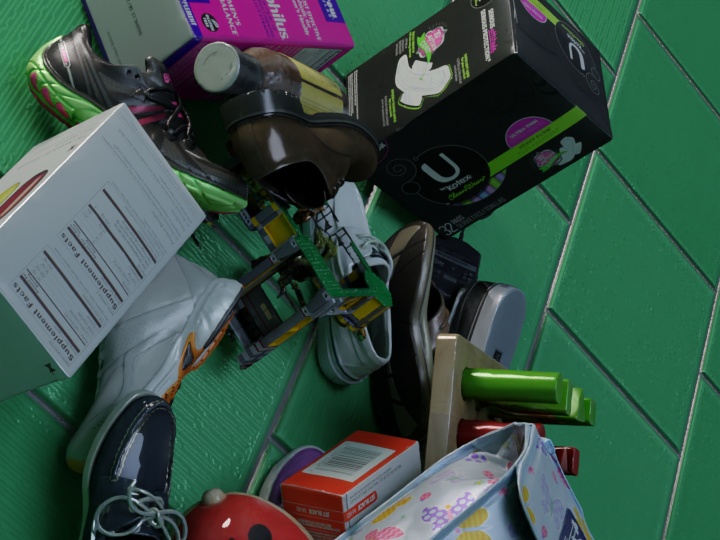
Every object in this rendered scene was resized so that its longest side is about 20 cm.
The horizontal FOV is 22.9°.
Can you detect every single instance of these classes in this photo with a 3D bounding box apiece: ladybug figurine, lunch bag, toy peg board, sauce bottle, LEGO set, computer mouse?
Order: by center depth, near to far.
[{"bbox_3d":[-0.078,0.256,1.306,0.136,0.072,0.200,-23,90,-9],"label":"ladybug figurine"},{"bbox_3d":[0.097,0.229,1.324,0.200,0.127,0.170,-33,108,-31],"label":"lunch bag"},{"bbox_3d":[-0.073,-0.147,1.448,0.200,0.065,0.065,18,58,-67],"label":"sauce bottle"},{"bbox_3d":[-0.080,-0.007,1.465,0.200,0.116,0.154,55,20,4],"label":"LEGO set"},{"bbox_3d":[0.128,0.170,1.480,0.200,0.098,0.199,35,59,-66],"label":"toy peg board"},{"bbox_3d":[0.092,-0.031,1.717,0.059,0.034,0.200,26,45,-6],"label":"computer mouse"}]

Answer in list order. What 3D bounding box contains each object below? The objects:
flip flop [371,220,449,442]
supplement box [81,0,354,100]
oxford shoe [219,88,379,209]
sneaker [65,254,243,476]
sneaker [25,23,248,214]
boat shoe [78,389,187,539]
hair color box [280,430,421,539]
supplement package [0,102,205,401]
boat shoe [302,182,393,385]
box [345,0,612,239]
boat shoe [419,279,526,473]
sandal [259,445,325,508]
[{"bbox_3d":[0.049,0.056,1.582,0.058,0.081,0.200,10,70,-41],"label":"flip flop"},{"bbox_3d":[-0.116,-0.208,1.490,0.200,0.103,0.101,-5,68,-52],"label":"supplement box"},{"bbox_3d":[-0.042,-0.084,1.421,0.200,0.073,0.084,6,65,-60],"label":"oxford shoe"},{"bbox_3d":[-0.175,0.067,1.342,0.092,0.076,0.200,32,55,4],"label":"sneaker"},{"bbox_3d":[-0.162,-0.117,1.368,0.200,0.077,0.084,38,79,-3],"label":"sneaker"},{"bbox_3d":[-0.164,0.183,1.243,0.075,0.062,0.200,29,74,-40],"label":"boat shoe"},{"bbox_3d":[0.002,0.241,1.400,0.111,0.064,0.200,-30,121,-51],"label":"hair color box"},{"bbox_3d":[-0.222,-0.011,1.274,0.110,0.114,0.200,55,40,-18],"label":"supplement package"},{"bbox_3d":[0.000,0.000,1.562,0.074,0.067,0.200,13,64,-46],"label":"boat shoe"},{"bbox_3d":[0.106,-0.151,1.635,0.149,0.200,0.124,35,38,-34],"label":"box"},{"bbox_3d":[0.084,0.100,1.610,0.074,0.068,0.199,30,76,-51],"label":"boat shoe"},{"bbox_3d":[-0.053,0.219,1.413,0.082,0.050,0.203,50,42,-21],"label":"sandal"}]
